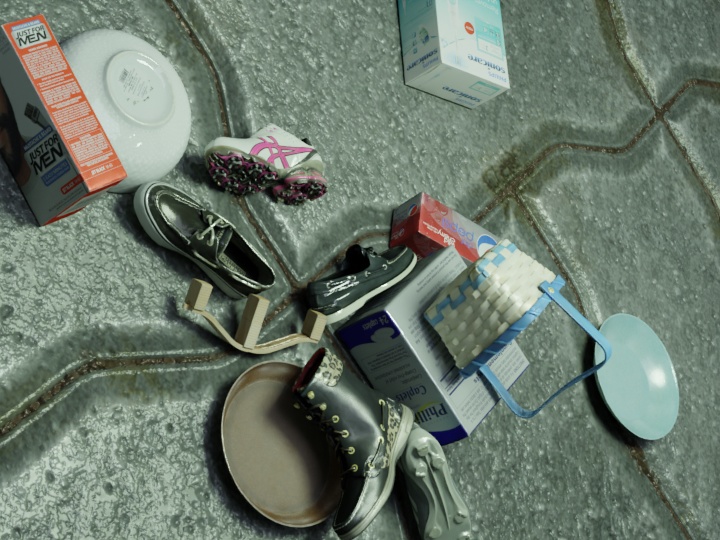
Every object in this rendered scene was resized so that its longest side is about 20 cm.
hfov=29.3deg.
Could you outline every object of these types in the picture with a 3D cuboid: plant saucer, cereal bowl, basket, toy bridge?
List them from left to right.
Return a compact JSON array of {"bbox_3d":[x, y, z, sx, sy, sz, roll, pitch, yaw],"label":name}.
[{"bbox_3d":[-0.278,-0.197,1.618,0.199,0.083,0.202,19,61,-37],"label":"cereal bowl"},{"bbox_3d":[-0.132,0.063,1.656,0.199,0.027,0.068,16,95,-39],"label":"toy bridge"},{"bbox_3d":[-0.092,0.208,1.643,0.199,0.032,0.202,19,59,-35],"label":"plant saucer"},{"bbox_3d":[0.196,0.074,1.722,0.200,0.176,0.139,51,40,4],"label":"basket"},{"bbox_3d":[0.417,0.167,2.134,0.200,0.039,0.203,19,60,-37],"label":"plant saucer"}]

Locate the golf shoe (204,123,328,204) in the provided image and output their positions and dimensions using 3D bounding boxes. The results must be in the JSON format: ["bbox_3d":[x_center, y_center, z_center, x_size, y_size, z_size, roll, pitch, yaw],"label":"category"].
[{"bbox_3d":[-0.127,-0.144,1.748,0.199,0.072,0.093,12,57,-50],"label":"golf shoe"}]

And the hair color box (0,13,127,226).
[{"bbox_3d":[-0.350,-0.163,1.514,0.064,0.111,0.201,-28,91,-46],"label":"hair color box"}]

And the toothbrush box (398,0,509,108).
[{"bbox_3d":[0.138,-0.365,2.084,0.146,0.085,0.202,15,63,-38],"label":"toothbrush box"}]

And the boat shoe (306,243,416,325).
[{"bbox_3d":[-0.002,0.000,1.793,0.199,0.074,0.067,-33,107,-37],"label":"boat shoe"}]

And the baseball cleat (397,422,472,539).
[{"bbox_3d":[0.090,0.278,1.755,0.069,0.106,0.201,-17,113,-11],"label":"baseball cleat"}]

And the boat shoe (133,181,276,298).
[{"bbox_3d":[-0.180,-0.041,1.636,0.200,0.063,0.071,40,58,-29],"label":"boat shoe"}]

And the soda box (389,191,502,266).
[{"bbox_3d":[0.136,-0.030,1.943,0.199,0.063,0.070,28,53,-30],"label":"soda box"}]

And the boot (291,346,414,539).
[{"bbox_3d":[-0.027,0.204,1.638,0.154,0.073,0.204,41,47,-17],"label":"boot"}]

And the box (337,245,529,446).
[{"bbox_3d":[0.098,0.103,1.817,0.201,0.105,0.184,56,44,-7],"label":"box"}]
